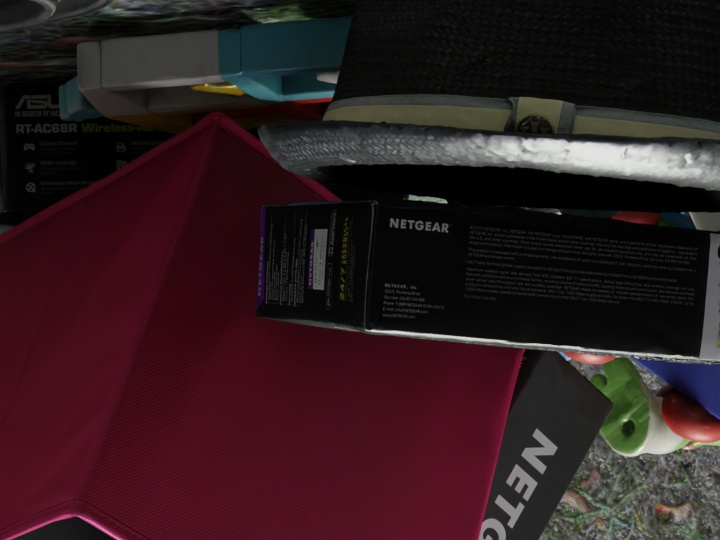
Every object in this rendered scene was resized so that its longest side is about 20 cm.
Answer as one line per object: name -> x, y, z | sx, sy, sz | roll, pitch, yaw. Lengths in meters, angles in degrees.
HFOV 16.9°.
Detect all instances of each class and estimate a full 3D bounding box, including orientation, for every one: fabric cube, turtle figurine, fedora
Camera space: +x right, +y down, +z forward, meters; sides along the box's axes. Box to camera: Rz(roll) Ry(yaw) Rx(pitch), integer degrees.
fabric cube -> -0.076, 0.090, 1.064 | 0.196, 0.200, 0.200 | 34, 142, -27
turtle figurine -> 0.213, 0.040, 1.293 | 0.144, 0.201, 0.193 | 10, -179, 43
fedora -> 0.065, -0.073, 0.864 | 0.199, 0.092, 0.201 | 5, 177, 0

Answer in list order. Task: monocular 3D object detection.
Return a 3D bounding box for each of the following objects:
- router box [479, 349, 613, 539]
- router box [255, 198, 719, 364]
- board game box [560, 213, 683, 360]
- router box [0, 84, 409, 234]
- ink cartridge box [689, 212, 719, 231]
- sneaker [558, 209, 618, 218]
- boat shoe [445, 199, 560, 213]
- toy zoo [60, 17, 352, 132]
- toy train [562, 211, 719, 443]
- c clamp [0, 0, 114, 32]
router box -> 0.015, 0.130, 1.170 | 0.052, 0.200, 0.157 | 42, 156, -24
router box -> 0.073, 0.005, 0.937 | 0.199, 0.051, 0.149 | 5, 179, -18
board game box -> 0.165, -0.008, 1.353 | 0.195, 0.056, 0.200 | -25, 179, 10
router box -> -0.087, -0.051, 1.196 | 0.199, 0.062, 0.150 | -2, 174, -13
ink cartridge box -> 0.242, -0.055, 1.088 | 0.199, 0.068, 0.116 | 2, 147, -47
sneaker -> 0.137, -0.069, 0.943 | 0.074, 0.082, 0.200 | -6, 167, -29
boat shoe -> 0.100, -0.061, 1.157 | 0.066, 0.070, 0.200 | 1, 171, -42
toy zoo -> -0.034, -0.082, 1.040 | 0.199, 0.021, 0.131 | -4, 174, 14
toy train -> 0.190, 0.028, 1.106 | 0.115, 0.085, 0.200 | -18, -139, -41
c clamp -> -0.188, -0.102, 0.843 | 0.170, 0.027, 0.200 | -13, 168, 36
